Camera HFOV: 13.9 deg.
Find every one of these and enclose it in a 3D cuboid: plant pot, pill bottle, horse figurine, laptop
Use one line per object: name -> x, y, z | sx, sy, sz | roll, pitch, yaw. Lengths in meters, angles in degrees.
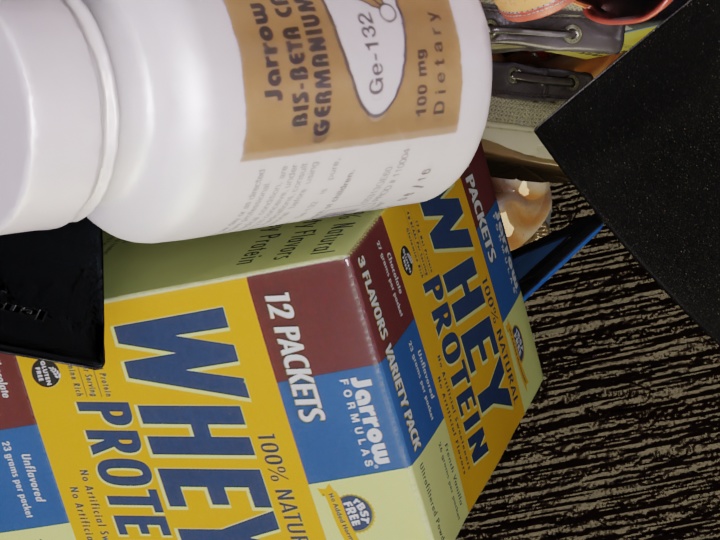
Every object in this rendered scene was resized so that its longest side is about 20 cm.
plant pot -> 0.230, -0.052, 1.294 | 0.200, 0.178, 0.200 | -23, 172, -27
pill bottle -> -0.059, -0.070, 1.099 | 0.200, 0.115, 0.114 | -10, 178, -36
horse figurine -> 0.077, -0.061, 1.660 | 0.132, 0.200, 0.050 | -3, -155, -46
laptop -> -0.202, -0.009, 1.137 | 0.187, 0.116, 0.200 | 11, 162, -14

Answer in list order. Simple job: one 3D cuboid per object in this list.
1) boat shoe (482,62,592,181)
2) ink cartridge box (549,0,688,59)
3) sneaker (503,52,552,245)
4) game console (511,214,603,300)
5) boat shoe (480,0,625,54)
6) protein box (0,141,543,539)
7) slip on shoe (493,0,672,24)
boat shoe -> 0.031, -0.092, 1.526 | 0.200, 0.065, 0.073 | 12, 166, -25
ink cartridge box -> 0.127, -0.132, 1.428 | 0.200, 0.047, 0.198 | -14, 178, 17
sneaker -> 0.050, -0.103, 1.733 | 0.071, 0.113, 0.200 | -9, 149, 34
game console -> 0.000, 0.000, 1.522 | 0.200, 0.171, 0.118 | -39, 161, -55
boat shoe -> 0.017, -0.104, 1.259 | 0.200, 0.065, 0.073 | -10, 180, 4
protein box -> -0.051, 0.038, 1.253 | 0.200, 0.135, 0.199 | -11, -163, 20
slip on shoe -> 0.104, -0.127, 1.170 | 0.074, 0.061, 0.200 | -14, 178, 33
